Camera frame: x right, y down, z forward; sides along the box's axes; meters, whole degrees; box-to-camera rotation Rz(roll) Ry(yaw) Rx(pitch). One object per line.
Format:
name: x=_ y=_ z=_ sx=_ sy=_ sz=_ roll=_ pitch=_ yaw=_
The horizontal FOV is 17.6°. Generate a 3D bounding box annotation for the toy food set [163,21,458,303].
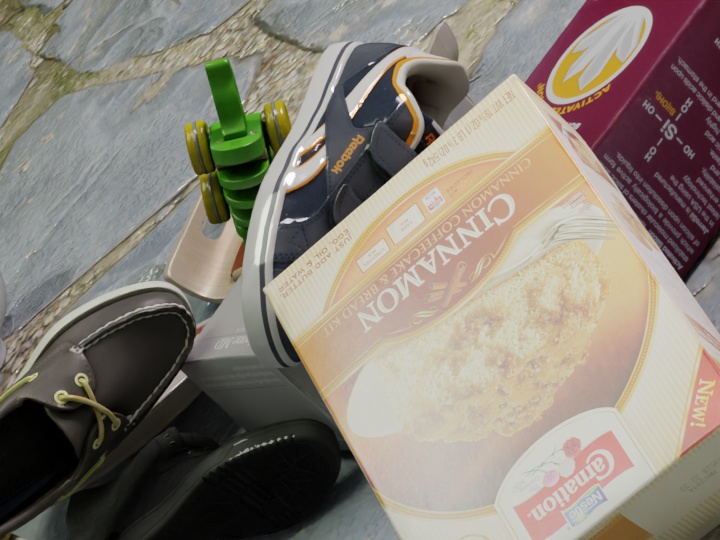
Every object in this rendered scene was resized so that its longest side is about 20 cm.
toy food set: x=-0.032 y=-0.072 z=1.481 sx=0.199 sy=0.060 sz=0.144 roll=-26 pitch=30 yaw=39

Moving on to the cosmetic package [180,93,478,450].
cosmetic package: x=0.000 y=0.000 z=1.281 sx=0.107 sy=0.090 sz=0.200 roll=-12 pitch=37 yaw=56

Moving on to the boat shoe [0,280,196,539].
boat shoe: x=-0.161 y=0.084 z=1.224 sx=0.201 sy=0.072 sz=0.061 roll=-40 pitch=25 yaw=-10

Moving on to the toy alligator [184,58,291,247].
toy alligator: x=-0.058 y=-0.033 z=1.339 sx=0.059 sy=0.201 sz=0.054 roll=-12 pitch=44 yaw=2

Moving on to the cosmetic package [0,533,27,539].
cosmetic package: x=-0.178 y=0.194 z=1.243 sx=0.071 sy=0.105 sz=0.200 roll=-52 pitch=23 yaw=-16

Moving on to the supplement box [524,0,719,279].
supplement box: x=0.124 y=-0.052 z=1.161 sx=0.200 sy=0.086 sz=0.110 roll=-52 pitch=25 yaw=-15

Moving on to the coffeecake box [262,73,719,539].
coffeecake box: x=0.070 y=0.043 z=1.007 sx=0.153 sy=0.073 sz=0.201 roll=-40 pitch=54 yaw=12

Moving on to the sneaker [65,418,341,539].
sneaker: x=-0.088 y=0.116 z=1.271 sx=0.200 sy=0.060 sz=0.105 roll=-39 pitch=27 yaw=25

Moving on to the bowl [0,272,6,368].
bowl: x=-0.324 y=0.060 z=1.713 sx=0.201 sy=0.090 sz=0.202 roll=-37 pitch=25 yaw=20

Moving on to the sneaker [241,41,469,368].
sneaker: x=0.000 y=-0.039 z=1.182 sx=0.079 sy=0.079 sz=0.201 roll=1 pitch=54 yaw=24

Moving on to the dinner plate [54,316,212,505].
dinner plate: x=-0.147 y=0.092 z=1.405 sx=0.200 sy=0.024 sz=0.200 roll=-37 pitch=7 yaw=5
